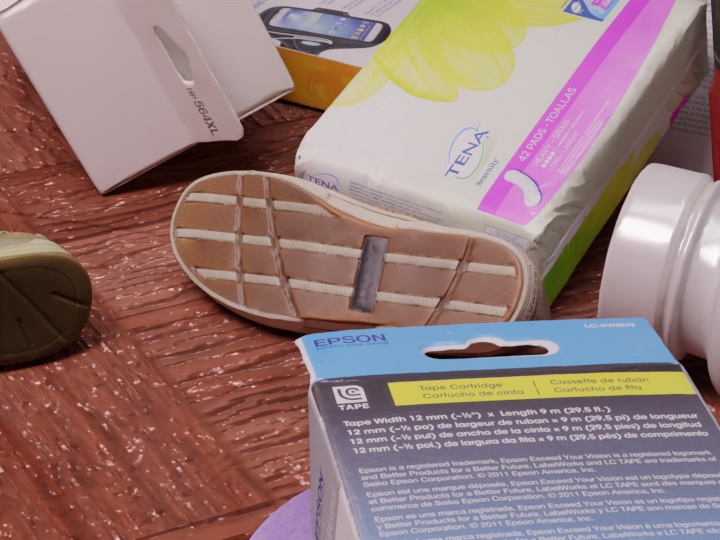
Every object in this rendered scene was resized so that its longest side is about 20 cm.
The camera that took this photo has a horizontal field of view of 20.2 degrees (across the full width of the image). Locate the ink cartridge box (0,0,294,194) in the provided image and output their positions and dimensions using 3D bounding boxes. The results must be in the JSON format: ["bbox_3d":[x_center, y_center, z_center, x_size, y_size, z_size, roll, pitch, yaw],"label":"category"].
[{"bbox_3d":[-0.132,-0.151,1.129,0.125,0.129,0.200,-29,34,0],"label":"ink cartridge box"}]

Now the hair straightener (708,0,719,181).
[{"bbox_3d":[0.220,-0.121,1.089,0.077,0.201,0.041,-15,14,-20],"label":"hair straightener"}]

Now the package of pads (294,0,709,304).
[{"bbox_3d":[0.074,-0.084,1.079,0.154,0.068,0.200,19,54,27],"label":"package of pads"}]

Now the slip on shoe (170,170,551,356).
[{"bbox_3d":[0.000,0.000,0.995,0.200,0.076,0.061,9,-11,25],"label":"slip on shoe"}]

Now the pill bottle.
[{"bbox_3d":[0.218,0.017,0.931,0.200,0.115,0.114,16,32,20],"label":"pill bottle"}]

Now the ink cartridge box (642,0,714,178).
[{"bbox_3d":[0.259,-0.125,1.121,0.199,0.177,0.045,13,20,14],"label":"ink cartridge box"}]

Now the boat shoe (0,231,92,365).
[{"bbox_3d":[-0.227,0.012,0.932,0.200,0.073,0.063,-8,24,-26],"label":"boat shoe"}]

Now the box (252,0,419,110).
[{"bbox_3d":[-0.025,-0.144,1.262,0.200,0.042,0.119,15,31,22],"label":"box"}]

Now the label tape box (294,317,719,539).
[{"bbox_3d":[0.060,0.092,0.702,0.143,0.066,0.200,-2,27,-11],"label":"label tape box"}]

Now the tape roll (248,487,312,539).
[{"bbox_3d":[0.050,0.147,0.731,0.200,0.066,0.200,3,29,-2],"label":"tape roll"}]
